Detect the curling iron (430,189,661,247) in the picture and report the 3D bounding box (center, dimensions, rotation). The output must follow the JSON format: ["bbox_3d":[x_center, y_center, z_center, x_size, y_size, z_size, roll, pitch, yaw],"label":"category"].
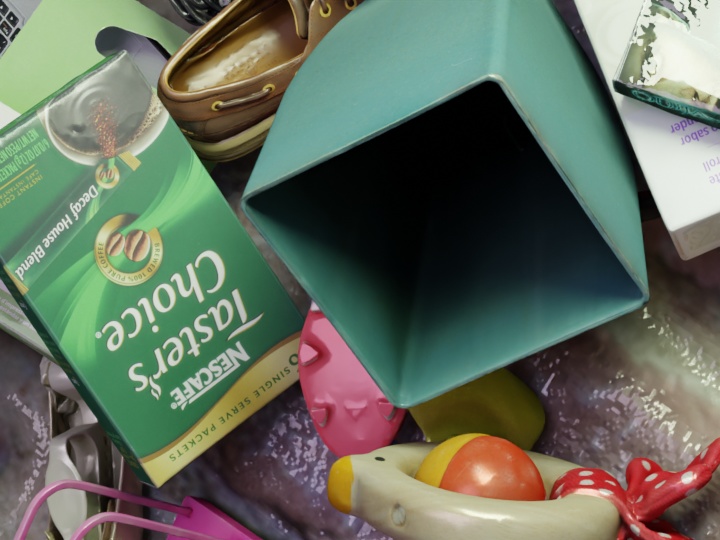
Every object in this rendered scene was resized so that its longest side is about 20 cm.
[{"bbox_3d":[0.116,-0.036,1.216,0.199,0.026,0.050,-21,74,24],"label":"curling iron"}]

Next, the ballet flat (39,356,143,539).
[{"bbox_3d":[-0.150,0.082,1.323,0.069,0.069,0.201,-7,78,28],"label":"ballet flat"}]

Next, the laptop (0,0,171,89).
[{"bbox_3d":[-0.228,-0.089,1.366,0.187,0.116,0.200,47,108,26],"label":"laptop"}]

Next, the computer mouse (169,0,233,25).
[{"bbox_3d":[-0.053,-0.242,1.301,0.200,0.046,0.141,-39,98,7],"label":"computer mouse"}]

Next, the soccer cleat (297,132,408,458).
[{"bbox_3d":[0.000,0.000,1.254,0.066,0.076,0.201,-8,84,15],"label":"soccer cleat"}]

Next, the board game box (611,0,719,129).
[{"bbox_3d":[0.214,-0.156,1.111,0.135,0.028,0.201,18,79,17],"label":"board game box"}]

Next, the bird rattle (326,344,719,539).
[{"bbox_3d":[0.076,0.116,1.144,0.199,0.162,0.113,27,113,39],"label":"bird rattle"}]

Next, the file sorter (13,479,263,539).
[{"bbox_3d":[-0.093,0.209,1.209,0.200,0.125,0.140,28,96,44],"label":"file sorter"}]

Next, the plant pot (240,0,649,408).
[{"bbox_3d":[0.050,-0.068,1.160,0.141,0.141,0.201,-24,30,24],"label":"plant pot"}]

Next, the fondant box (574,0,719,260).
[{"bbox_3d":[0.184,-0.126,1.155,0.144,0.058,0.201,-22,71,8],"label":"fondant box"}]

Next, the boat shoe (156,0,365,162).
[{"bbox_3d":[-0.024,-0.137,1.270,0.200,0.068,0.072,-37,66,0],"label":"boat shoe"}]

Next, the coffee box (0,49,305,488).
[{"bbox_3d":[-0.118,-0.001,1.246,0.123,0.044,0.201,-35,102,-16],"label":"coffee box"}]

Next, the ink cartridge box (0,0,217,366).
[{"bbox_3d":[-0.162,-0.064,1.307,0.145,0.048,0.201,32,80,9],"label":"ink cartridge box"}]
